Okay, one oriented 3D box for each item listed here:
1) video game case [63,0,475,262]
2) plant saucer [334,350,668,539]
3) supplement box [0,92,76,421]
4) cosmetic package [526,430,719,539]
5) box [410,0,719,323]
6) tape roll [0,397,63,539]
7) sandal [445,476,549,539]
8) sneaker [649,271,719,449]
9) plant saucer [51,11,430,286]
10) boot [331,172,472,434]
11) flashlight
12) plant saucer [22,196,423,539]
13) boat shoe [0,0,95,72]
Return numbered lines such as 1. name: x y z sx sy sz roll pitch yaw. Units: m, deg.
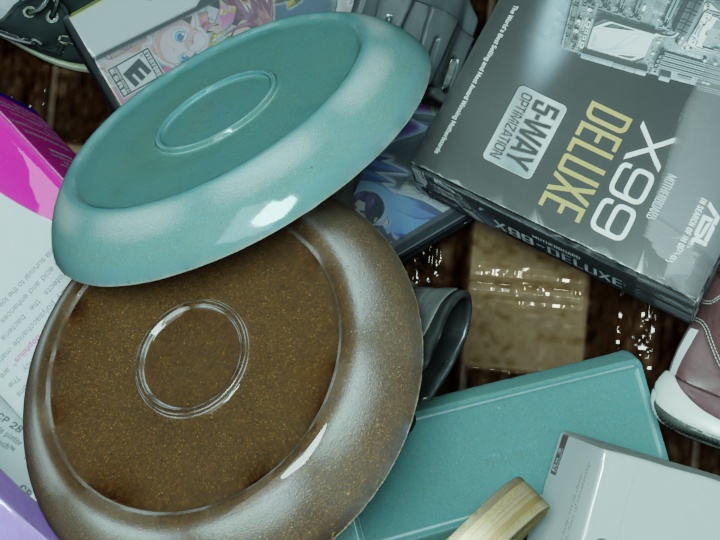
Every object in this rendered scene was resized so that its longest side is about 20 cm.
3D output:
1. video game case: -0.029 -0.090 0.994 0.180 0.026 0.201 -30 81 -9
2. plant saucer: 0.068 0.089 0.926 0.199 0.019 0.070 -11 82 -30
3. supplement box: -0.160 0.009 0.999 0.101 0.103 0.200 -44 78 4
4. cosmetic package: 0.178 0.157 0.897 0.198 0.081 0.114 15 89 -11
5. box: 0.139 -0.097 0.954 0.157 0.050 0.201 27 79 12
6. tape roll: -0.175 0.118 0.943 0.200 0.200 0.066 44 95 11
7. sandal: 0.022 0.191 0.854 0.212 0.078 0.070 -45 76 -5
8. sneaker: 0.250 0.052 0.928 0.199 0.076 0.116 19 86 13
9. plant saucer: -0.062 -0.066 0.883 0.199 0.201 0.028 -25 116 9
10. boot: 0.000 0.000 0.898 0.131 0.070 0.201 16 71 30
11. flashlight: 0.041 -0.190 0.976 0.067 0.068 0.201 12 75 37
12. plant saucer: -0.070 0.044 0.846 0.199 0.032 0.202 -10 61 18
13. boat shoe: -0.181 -0.161 1.034 0.198 0.066 0.075 21 88 11
